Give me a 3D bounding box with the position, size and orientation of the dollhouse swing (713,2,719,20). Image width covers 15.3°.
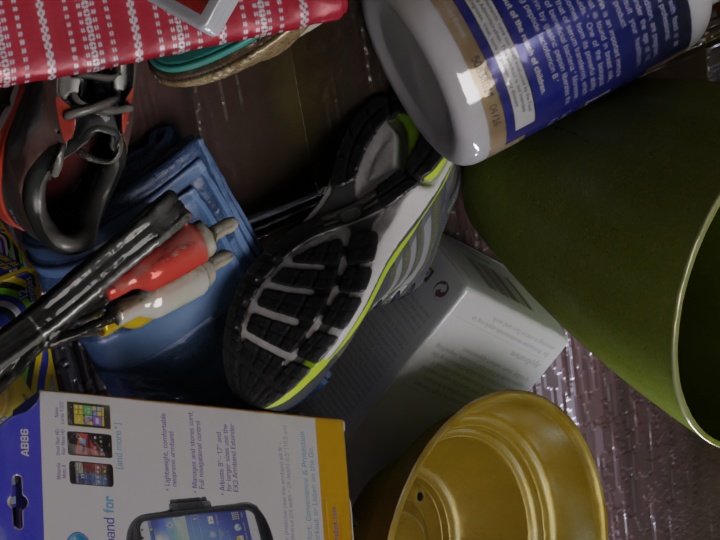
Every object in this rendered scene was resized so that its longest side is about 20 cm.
[{"bbox_3d":[0.326,-0.181,1.480,0.175,0.181,0.201,-21,137,-45],"label":"dollhouse swing"}]

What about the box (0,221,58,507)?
[{"bbox_3d":[-0.195,0.068,1.398,0.064,0.070,0.201,-22,133,-18],"label":"box"}]

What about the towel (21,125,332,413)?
[{"bbox_3d":[-0.097,0.020,1.440,0.111,0.049,0.200,-33,135,-5],"label":"towel"}]

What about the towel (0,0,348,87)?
[{"bbox_3d":[-0.106,-0.171,1.255,0.199,0.022,0.145,-14,95,-24],"label":"towel"}]

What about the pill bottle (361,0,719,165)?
[{"bbox_3d":[0.110,-0.147,1.395,0.199,0.116,0.116,-28,134,-11],"label":"pill bottle"}]

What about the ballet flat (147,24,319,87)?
[{"bbox_3d":[-0.021,-0.156,1.343,0.200,0.071,0.065,-42,150,7],"label":"ballet flat"}]

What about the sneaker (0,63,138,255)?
[{"bbox_3d":[-0.129,-0.099,1.297,0.077,0.082,0.201,-5,119,-28],"label":"sneaker"}]

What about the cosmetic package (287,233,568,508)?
[{"bbox_3d":[0.016,0.080,1.543,0.101,0.074,0.200,28,108,-43],"label":"cosmetic package"}]

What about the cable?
[{"bbox_3d":[-0.139,0.029,1.308,0.200,0.050,0.097,-41,175,-30],"label":"cable"}]

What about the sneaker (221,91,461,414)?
[{"bbox_3d":[0.000,0.000,1.437,0.200,0.074,0.081,-54,147,-19],"label":"sneaker"}]

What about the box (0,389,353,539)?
[{"bbox_3d":[-0.098,0.128,1.358,0.199,0.120,0.041,7,156,-27],"label":"box"}]

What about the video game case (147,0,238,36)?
[{"bbox_3d":[-0.069,-0.220,1.178,0.201,0.143,0.017,-60,156,1],"label":"video game case"}]

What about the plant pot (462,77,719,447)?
[{"bbox_3d":[0.155,-0.029,1.435,0.187,0.200,0.188,-23,125,-37],"label":"plant pot"}]

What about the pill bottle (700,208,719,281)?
[{"bbox_3d":[0.261,-0.024,1.588,0.199,0.114,0.115,1,123,-33],"label":"pill bottle"}]

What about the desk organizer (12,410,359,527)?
[{"bbox_3d":[-0.109,0.147,1.420,0.199,0.072,0.077,-17,161,-36],"label":"desk organizer"}]

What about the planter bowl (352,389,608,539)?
[{"bbox_3d":[0.047,0.163,1.494,0.200,0.083,0.202,-6,98,-49],"label":"planter bowl"}]
